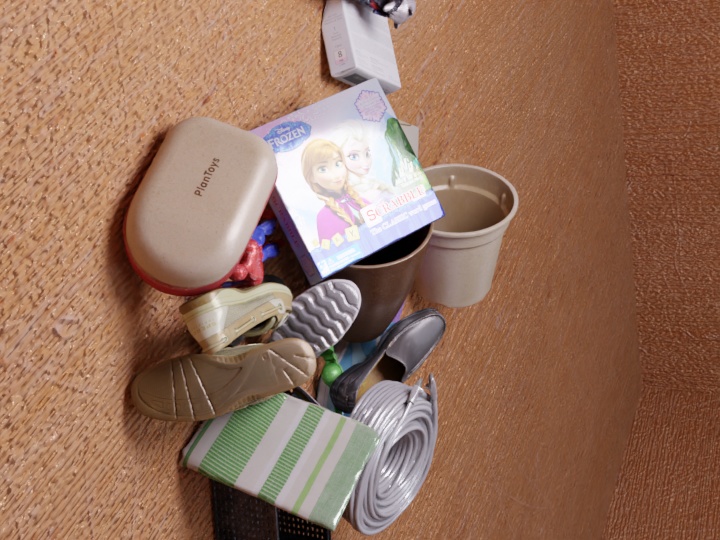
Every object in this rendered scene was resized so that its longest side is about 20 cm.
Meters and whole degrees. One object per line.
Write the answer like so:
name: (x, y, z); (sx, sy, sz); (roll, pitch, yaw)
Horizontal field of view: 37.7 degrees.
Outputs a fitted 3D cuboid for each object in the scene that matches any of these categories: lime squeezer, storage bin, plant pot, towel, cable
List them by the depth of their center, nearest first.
towel: (-0.093, 0.208, 1.236); (0.023, 0.199, 0.153); (99, 17, -44)
storage bin: (-0.110, 0.298, 1.329); (0.135, 0.093, 0.201); (-30, 121, -61)
cable: (0.030, 0.245, 1.395); (0.200, 0.069, 0.200); (-47, 145, -32)
plant pot: (0.000, 0.000, 1.446); (0.201, 0.186, 0.187); (93, 19, -45)
lime squeezer: (-0.049, 0.140, 1.475); (0.071, 0.038, 0.201); (-78, 148, -60)
plant pot: (0.157, -0.047, 1.762); (0.201, 0.200, 0.184); (-58, 154, -45)

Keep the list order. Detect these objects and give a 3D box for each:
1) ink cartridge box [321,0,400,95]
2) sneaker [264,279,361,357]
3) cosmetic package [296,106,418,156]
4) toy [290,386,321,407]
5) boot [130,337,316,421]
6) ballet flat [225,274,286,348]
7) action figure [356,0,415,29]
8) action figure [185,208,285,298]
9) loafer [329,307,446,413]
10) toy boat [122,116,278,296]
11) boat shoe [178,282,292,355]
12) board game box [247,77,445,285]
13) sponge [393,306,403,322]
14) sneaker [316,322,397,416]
ink cartridge box: (-0.008, -0.363, 1.524); (0.162, 0.057, 0.201); (3, 71, -65)
sneaker: (-0.075, 0.080, 1.323); (0.075, 0.200, 0.082); (46, 16, -1)
cosmetic package: (-0.002, -0.180, 1.474); (0.200, 0.103, 0.073); (0, 93, -66)
toy: (-0.066, 0.219, 1.425); (0.047, 0.115, 0.200); (-41, 138, -12)
boot: (-0.157, 0.125, 1.191); (0.155, 0.199, 0.073); (143, -69, -76)
ballet flat: (-0.141, 0.054, 1.293); (0.068, 0.046, 0.200); (66, 25, -7)
action figure: (0.018, -0.425, 1.438); (0.194, 0.104, 0.200); (64, 23, -5)
action figure: (-0.150, -0.021, 1.244); (0.200, 0.098, 0.066); (-79, 163, -74)
loafer: (0.050, 0.130, 1.464); (0.200, 0.072, 0.073); (-44, 107, -14)
toy boat: (-0.174, -0.057, 1.138); (0.131, 0.130, 0.201); (109, 1, -58)
boat shoe: (-0.127, 0.055, 1.163); (0.063, 0.073, 0.201); (67, 17, 8)
board game box: (-0.020, -0.114, 1.310); (0.200, 0.041, 0.200); (-28, 91, -27)
sponge: (0.021, 0.020, 1.640); (0.200, 0.030, 0.112); (63, 39, -48)
sneaker: (0.018, 0.155, 1.535); (0.080, 0.130, 0.201); (53, 49, -55)
